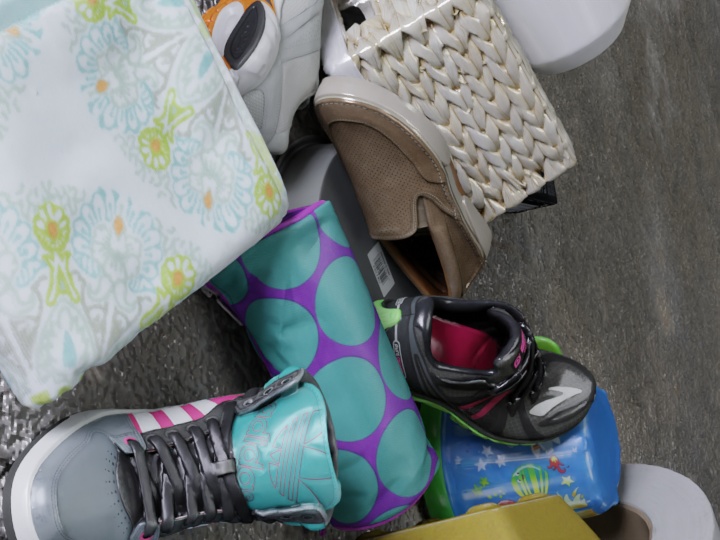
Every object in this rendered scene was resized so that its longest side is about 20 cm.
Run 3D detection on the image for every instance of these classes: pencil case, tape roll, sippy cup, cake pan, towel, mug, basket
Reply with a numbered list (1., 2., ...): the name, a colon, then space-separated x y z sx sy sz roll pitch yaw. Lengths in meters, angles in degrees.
1. pencil case: -0.024 0.059 0.769 0.085 0.091 0.202 -124 -170 -74
2. tape roll: 0.183 0.237 0.961 0.072 0.200 0.203 66 30 -20
3. sippy cup: 0.128 0.141 0.963 0.139 0.128 0.181 5 77 -63
4. cake pan: 0.000 0.000 0.888 0.200 0.036 0.204 32 52 -54
5. towel: -0.130 -0.058 0.619 0.200 0.048 0.173 -40 110 -45
6. mug: 0.154 -0.256 1.005 0.186 0.149 0.154 -44 118 -18
7. basket: 0.061 -0.142 0.927 0.201 0.122 0.137 52 14 -39

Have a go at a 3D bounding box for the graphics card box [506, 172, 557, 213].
1. graphics card box: 0.116 -0.123 1.138 0.199 0.050 0.128 1 78 -61

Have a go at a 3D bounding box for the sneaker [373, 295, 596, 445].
1. sneaker: 0.091 0.067 0.847 0.198 0.083 0.078 18 64 -33

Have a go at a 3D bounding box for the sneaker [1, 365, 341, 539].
1. sneaker: -0.071 0.099 0.626 0.199 0.119 0.085 -10 88 -62

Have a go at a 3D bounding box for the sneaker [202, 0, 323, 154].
1. sneaker: -0.055 -0.160 0.828 0.093 0.075 0.202 61 39 -42

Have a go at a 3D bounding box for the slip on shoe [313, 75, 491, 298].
1. slip on shoe: 0.027 -0.049 0.851 0.200 0.075 0.061 53 54 -46

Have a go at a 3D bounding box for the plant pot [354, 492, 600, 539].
1. plant pot: 0.079 0.252 0.787 0.195 0.192 0.203 8 66 -60
